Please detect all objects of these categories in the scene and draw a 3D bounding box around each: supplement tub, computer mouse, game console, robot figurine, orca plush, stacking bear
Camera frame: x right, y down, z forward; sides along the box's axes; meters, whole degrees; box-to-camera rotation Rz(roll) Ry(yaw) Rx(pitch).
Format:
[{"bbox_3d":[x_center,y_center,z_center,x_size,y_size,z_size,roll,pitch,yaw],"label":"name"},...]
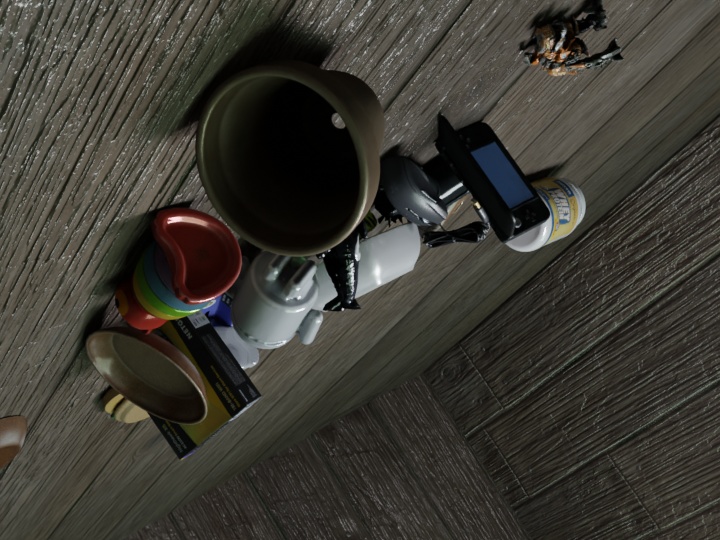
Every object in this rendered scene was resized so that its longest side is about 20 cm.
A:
[{"bbox_3d":[0.409,-0.132,2.400,0.199,0.145,0.145,-21,162,-48],"label":"supplement tub"},{"bbox_3d":[0.115,-0.099,1.640,0.139,0.201,0.046,-6,-134,34],"label":"computer mouse"},{"bbox_3d":[0.215,-0.158,1.664,0.175,0.201,0.116,-25,166,-35],"label":"game console"},{"bbox_3d":[-0.133,0.046,1.626,0.113,0.169,0.200,-47,175,-40],"label":"robot figurine"},{"bbox_3d":[-0.050,-0.029,1.549,0.071,0.105,0.202,-23,128,-43],"label":"orca plush"},{"bbox_3d":[-0.247,0.015,1.359,0.113,0.123,0.199,-12,165,-43],"label":"stacking bear"}]

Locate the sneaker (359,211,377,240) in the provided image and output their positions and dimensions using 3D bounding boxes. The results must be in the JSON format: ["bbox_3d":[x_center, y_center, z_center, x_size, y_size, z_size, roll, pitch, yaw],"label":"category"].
[{"bbox_3d":[-0.048,-0.052,1.681,0.199,0.074,0.084,-18,156,-53],"label":"sneaker"}]

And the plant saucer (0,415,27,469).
[{"bbox_3d":[-0.600,0.296,1.642,0.199,0.037,0.201,-33,167,-9],"label":"plant saucer"}]

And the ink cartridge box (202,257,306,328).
[{"bbox_3d":[-0.192,0.058,1.797,0.199,0.041,0.200,-29,166,-24],"label":"ink cartridge box"}]

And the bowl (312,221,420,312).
[{"bbox_3d":[0.000,0.000,1.749,0.198,0.075,0.199,-27,178,31],"label":"bowl"}]

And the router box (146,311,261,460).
[{"bbox_3d":[-0.267,0.158,1.601,0.157,0.201,0.052,-40,173,24],"label":"router box"}]

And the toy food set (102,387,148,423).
[{"bbox_3d":[-0.363,0.209,1.901,0.199,0.049,0.198,-33,168,-11],"label":"toy food set"}]

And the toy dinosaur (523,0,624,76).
[{"bbox_3d":[0.307,-0.334,1.575,0.134,0.103,0.200,-21,-171,12],"label":"toy dinosaur"}]

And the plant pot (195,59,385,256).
[{"bbox_3d":[-0.055,-0.141,1.145,0.200,0.200,0.175,-42,-176,32],"label":"plant pot"}]

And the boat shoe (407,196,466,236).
[{"bbox_3d":[0.153,-0.129,1.918,0.071,0.076,0.200,-26,167,-39],"label":"boat shoe"}]

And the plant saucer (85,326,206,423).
[{"bbox_3d":[-0.297,0.142,1.510,0.037,0.199,0.201,-59,-176,-35],"label":"plant saucer"}]

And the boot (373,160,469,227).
[{"bbox_3d":[0.114,-0.149,1.763,0.198,0.074,0.162,-42,159,17],"label":"boot"}]

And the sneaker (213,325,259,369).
[{"bbox_3d":[-0.274,0.145,1.772,0.198,0.076,0.114,8,150,-37],"label":"sneaker"}]
